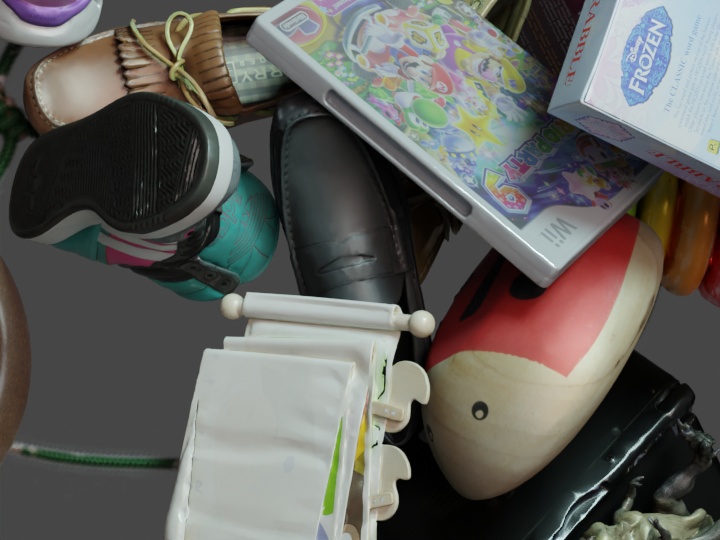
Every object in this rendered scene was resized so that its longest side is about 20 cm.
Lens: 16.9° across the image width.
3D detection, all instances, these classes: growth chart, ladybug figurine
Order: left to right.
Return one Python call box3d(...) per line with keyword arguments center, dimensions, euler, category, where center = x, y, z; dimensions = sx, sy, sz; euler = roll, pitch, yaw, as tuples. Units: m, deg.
box3d(center=(-0.039, 0.105, 1.229), dimensions=(0.018, 0.144, 0.201), euler=(21, 84, -60), category="growth chart")
box3d(center=(0.090, 0.031, 1.270), dimensions=(0.072, 0.136, 0.200), euler=(43, 47, -13), category="ladybug figurine")

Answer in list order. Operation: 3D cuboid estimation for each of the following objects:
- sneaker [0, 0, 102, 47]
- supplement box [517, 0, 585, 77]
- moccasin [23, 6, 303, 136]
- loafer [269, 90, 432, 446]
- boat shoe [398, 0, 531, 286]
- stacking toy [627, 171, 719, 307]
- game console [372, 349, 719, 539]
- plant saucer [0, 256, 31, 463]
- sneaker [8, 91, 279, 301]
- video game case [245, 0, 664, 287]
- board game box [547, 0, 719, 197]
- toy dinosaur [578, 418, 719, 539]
box3d(center=(-0.166, -0.222, 1.285), dimensions=(0.080, 0.089, 0.201), euler=(1, 61, -14), category="sneaker")
box3d(center=(0.174, -0.152, 1.344), dimensions=(0.110, 0.200, 0.086), euler=(-29, 90, -22), category="supplement box")
box3d(center=(-0.083, -0.106, 1.305), dimensions=(0.200, 0.078, 0.074), euler=(-4, 79, -21), category="moccasin")
box3d(center=(0.000, 0.000, 1.267), dimensions=(0.068, 0.071, 0.202), euler=(-14, 119, 5), category="loafer")
box3d(center=(0.044, -0.078, 1.338), dimensions=(0.073, 0.063, 0.202), euler=(36, 66, -46), category="boat shoe")
box3d(center=(0.148, -0.041, 1.376), dimensions=(0.198, 0.110, 0.117), euler=(9, 77, -3), category="stacking toy")
box3d(center=(0.099, 0.144, 1.346), dimensions=(0.175, 0.117, 0.200), euler=(35, 64, 23), category="game console")
box3d(center=(-0.262, 0.040, 1.230), dimensions=(0.199, 0.034, 0.202), euler=(4, 77, -18), category="plant saucer")
box3d(center=(-0.086, -0.033, 1.233), dimensions=(0.120, 0.199, 0.084), euler=(14, 80, -32), category="sneaker")
box3d(center=(0.053, -0.086, 1.258), dimensions=(0.200, 0.018, 0.143), euler=(40, 37, 9), category="video game case")
box3d(center=(0.214, -0.132, 1.224), dimensions=(0.199, 0.041, 0.201), euler=(25, 77, -19), category="board game box")
box3d(center=(0.185, 0.135, 1.315), dimensions=(0.199, 0.047, 0.089), euler=(16, 108, -44), category="toy dinosaur")
